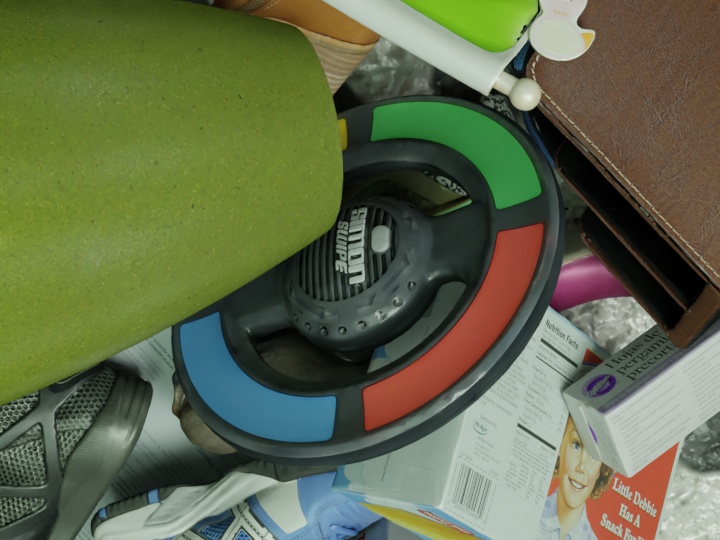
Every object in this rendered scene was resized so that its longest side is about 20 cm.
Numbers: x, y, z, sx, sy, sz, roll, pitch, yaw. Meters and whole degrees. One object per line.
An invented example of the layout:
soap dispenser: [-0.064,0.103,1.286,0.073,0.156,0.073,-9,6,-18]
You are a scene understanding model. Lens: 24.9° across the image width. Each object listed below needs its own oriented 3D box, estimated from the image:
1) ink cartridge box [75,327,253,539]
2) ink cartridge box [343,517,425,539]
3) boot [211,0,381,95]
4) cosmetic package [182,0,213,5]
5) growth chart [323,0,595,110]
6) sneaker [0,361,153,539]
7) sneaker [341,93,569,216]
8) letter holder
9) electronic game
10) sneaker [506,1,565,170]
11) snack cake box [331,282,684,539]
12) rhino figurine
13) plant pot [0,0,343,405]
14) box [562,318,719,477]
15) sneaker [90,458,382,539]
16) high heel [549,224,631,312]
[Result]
ink cartridge box: [-0.155,0.084,0.913,0.199,0.041,0.200,-33,111,17]
ink cartridge box: [-0.028,0.202,0.909,0.200,0.147,0.083,-39,108,18]
boot: [-0.061,-0.173,0.761,0.199,0.077,0.156,27,116,-14]
cosmetic package: [-0.110,-0.220,0.700,0.100,0.071,0.202,3,89,1]
growth chart: [0.058,-0.179,0.712,0.144,0.018,0.202,22,81,10]
sneaker: [-0.202,0.117,0.870,0.114,0.076,0.200,29,111,-9]
sneaker: [0.004,-0.037,0.847,0.198,0.077,0.090,-16,84,11]
letter holder: [0.179,-0.090,0.746,0.200,0.101,0.142,-40,79,-10]
electronic game: [0.000,0.000,0.752,0.199,0.201,0.042,-24,136,14]
sneaker: [0.100,-0.135,0.768,0.078,0.089,0.202,-11,113,7]
snack cake box: [0.082,0.089,0.816,0.067,0.116,0.200,3,158,40]
rhino figurine: [-0.006,0.060,0.857,0.198,0.060,0.088,0,150,-21]
plant pot: [-0.115,-0.042,0.687,0.198,0.187,0.189,-12,118,-20]
box: [0.189,0.025,0.796,0.199,0.039,0.042,-34,117,-15]
sneaker: [-0.047,0.140,0.856,0.199,0.076,0.078,-21,72,24]
high heel: [0.140,0.016,0.857,0.198,0.067,0.097,-24,108,1]
